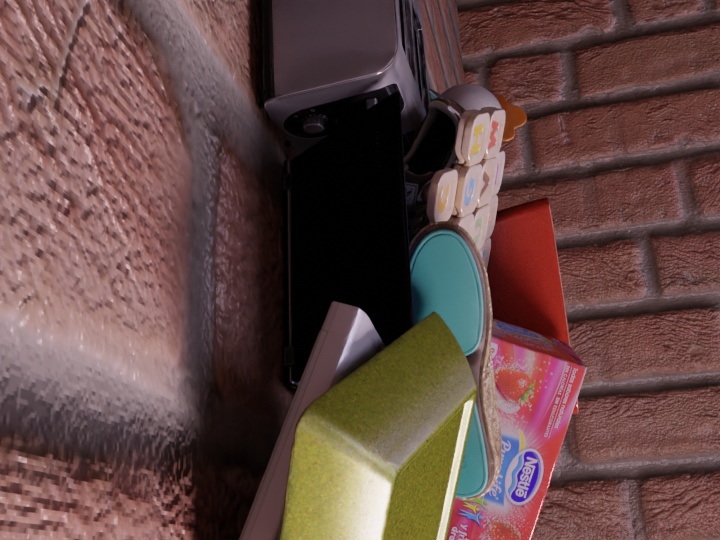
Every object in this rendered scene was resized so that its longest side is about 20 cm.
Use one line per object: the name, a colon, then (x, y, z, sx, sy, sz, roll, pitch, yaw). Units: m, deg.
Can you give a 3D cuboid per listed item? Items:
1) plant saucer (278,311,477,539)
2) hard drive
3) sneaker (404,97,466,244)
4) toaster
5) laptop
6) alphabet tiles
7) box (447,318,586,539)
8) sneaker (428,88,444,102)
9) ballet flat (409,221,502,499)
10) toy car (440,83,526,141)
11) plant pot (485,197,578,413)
plant saucer: (0.016, 0.148, 0.545, 0.200, 0.047, 0.202, -28, 130, -62)
hard drive: (-0.027, 0.136, 0.544, 0.132, 0.026, 0.202, 61, 47, -61)
sneaker: (0.037, -0.047, 0.736, 0.076, 0.070, 0.202, 41, 68, -59)
toaster: (-0.011, -0.193, 0.772, 0.181, 0.117, 0.203, 54, 30, -68)
laptop: (0.000, 0.000, 0.715, 0.200, 0.114, 0.190, 57, 28, -64)
alphabet tiles: (0.087, -0.031, 0.741, 0.195, 0.014, 0.203, -26, 127, -64)
box: (0.115, 0.152, 0.782, 0.103, 0.093, 0.203, -53, 160, -83)
sneaker: (0.057, -0.137, 0.925, 0.200, 0.090, 0.079, 169, -77, -68)
ballet flat: (0.066, 0.062, 0.654, 0.065, 0.069, 0.203, -41, 128, -74)
toy car: (0.108, -0.163, 1.108, 0.185, 0.197, 0.178, 69, 13, -47)
plant pot: (0.114, 0.051, 0.932, 0.200, 0.174, 0.203, 36, 46, -82)
